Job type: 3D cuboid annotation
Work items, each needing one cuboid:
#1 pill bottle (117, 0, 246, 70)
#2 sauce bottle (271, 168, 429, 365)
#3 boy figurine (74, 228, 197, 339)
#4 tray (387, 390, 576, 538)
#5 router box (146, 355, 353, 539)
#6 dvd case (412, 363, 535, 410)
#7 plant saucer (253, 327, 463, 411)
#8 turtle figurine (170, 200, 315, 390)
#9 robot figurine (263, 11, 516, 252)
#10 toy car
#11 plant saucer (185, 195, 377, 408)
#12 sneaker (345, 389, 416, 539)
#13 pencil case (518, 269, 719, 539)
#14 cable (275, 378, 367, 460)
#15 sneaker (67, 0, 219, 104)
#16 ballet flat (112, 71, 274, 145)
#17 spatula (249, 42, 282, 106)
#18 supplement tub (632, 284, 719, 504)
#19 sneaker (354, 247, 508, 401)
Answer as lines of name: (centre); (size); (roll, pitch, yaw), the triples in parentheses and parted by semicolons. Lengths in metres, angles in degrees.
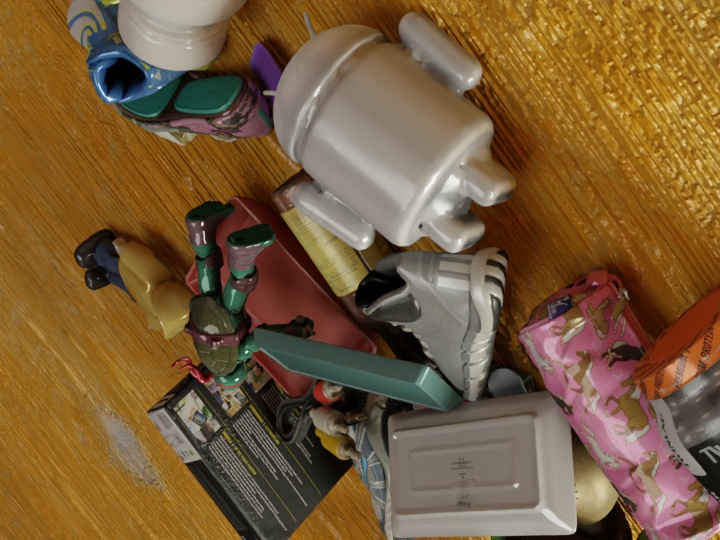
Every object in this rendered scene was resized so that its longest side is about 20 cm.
pill bottle: (-0.127, -0.248, 0.787); (0.114, 0.114, 0.201); (41, 146, 10)
sauce bottle: (0.000, 0.000, 0.934); (0.066, 0.066, 0.202); (-17, 108, 54)
boy figurine: (-0.245, 0.024, 1.222); (0.199, 0.064, 0.126); (30, 143, 41)
tray: (0.087, 0.161, 0.871); (0.198, 0.022, 0.110); (-16, 71, 46)
router box: (-0.116, 0.184, 1.172); (0.201, 0.149, 0.051); (55, 145, -9)
dvd case: (0.115, 0.163, 1.006); (0.144, 0.022, 0.203); (13, 131, 42)
plant saucer: (-0.008, 0.086, 0.930); (0.198, 0.019, 0.070); (10, 157, 39)
turtle figurine: (-0.119, 0.043, 1.023); (0.148, 0.101, 0.203); (16, 126, 23)
robot figurine: (0.017, -0.098, 0.775); (0.199, 0.113, 0.171); (40, 106, 12)
toy car: (0.161, 0.180, 0.872); (0.162, 0.157, 0.204); (4, 110, 36)
plant saucer: (-0.077, 0.033, 1.081); (0.200, 0.037, 0.200); (46, 147, 3)
sneaker: (0.028, 0.190, 1.097); (0.086, 0.077, 0.203); (21, 129, 44)
pencil case: (0.197, 0.101, 0.774); (0.202, 0.082, 0.087); (58, 167, 3)
cable: (-0.052, 0.135, 1.070); (0.199, 0.050, 0.099); (-11, 91, 59)
sneaker: (-0.220, -0.201, 0.946); (0.198, 0.105, 0.077); (14, 134, 39)
ballet flat: (-0.153, -0.145, 0.973); (0.198, 0.070, 0.071); (13, 155, 41)
spatula: (-0.024, -0.110, 0.890); (0.200, 0.021, 0.057); (44, 159, 3)
supplement tub: (0.275, 0.110, 0.681); (0.200, 0.122, 0.123); (46, 146, 3)
sneaker: (0.053, 0.036, 0.852); (0.113, 0.076, 0.201); (9, 149, 6)
